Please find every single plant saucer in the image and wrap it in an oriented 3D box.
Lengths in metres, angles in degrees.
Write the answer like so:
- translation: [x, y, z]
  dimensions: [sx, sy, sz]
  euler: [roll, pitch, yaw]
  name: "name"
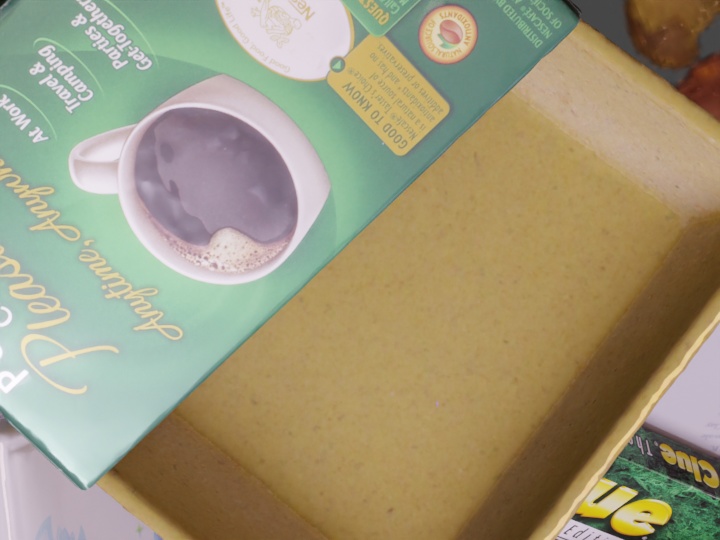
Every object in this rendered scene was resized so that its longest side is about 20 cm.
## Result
- translation: [0.000, 0.000, 0.791]
  dimensions: [0.200, 0.048, 0.200]
  euler: [38, 92, 12]
  name: "plant saucer"

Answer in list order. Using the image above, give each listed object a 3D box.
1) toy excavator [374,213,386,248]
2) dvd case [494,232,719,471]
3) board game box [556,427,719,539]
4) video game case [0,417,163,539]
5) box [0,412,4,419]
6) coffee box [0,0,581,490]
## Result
- translation: [0.028, -0.084, 0.880]
  dimensions: [0.100, 0.194, 0.201]
  euler: [7, 73, -37]
  name: "toy excavator"
- translation: [0.092, 0.052, 0.900]
  dimensions: [0.142, 0.018, 0.200]
  euler: [2, 142, -13]
  name: "dvd case"
- translation: [0.060, 0.085, 0.905]
  dimensions: [0.200, 0.024, 0.105]
  euler: [23, 130, -33]
  name: "board game box"
- translation: [-0.064, 0.128, 0.875]
  dimensions: [0.024, 0.200, 0.183]
  euler: [-3, 95, 27]
  name: "video game case"
- translation: [-0.199, 0.015, 0.855]
  dimensions: [0.199, 0.098, 0.125]
  euler: [-20, 134, -9]
  name: "box"
- translation: [-0.051, -0.048, 0.733]
  dimensions: [0.200, 0.044, 0.123]
  euler: [-44, 110, 5]
  name: "coffee box"
